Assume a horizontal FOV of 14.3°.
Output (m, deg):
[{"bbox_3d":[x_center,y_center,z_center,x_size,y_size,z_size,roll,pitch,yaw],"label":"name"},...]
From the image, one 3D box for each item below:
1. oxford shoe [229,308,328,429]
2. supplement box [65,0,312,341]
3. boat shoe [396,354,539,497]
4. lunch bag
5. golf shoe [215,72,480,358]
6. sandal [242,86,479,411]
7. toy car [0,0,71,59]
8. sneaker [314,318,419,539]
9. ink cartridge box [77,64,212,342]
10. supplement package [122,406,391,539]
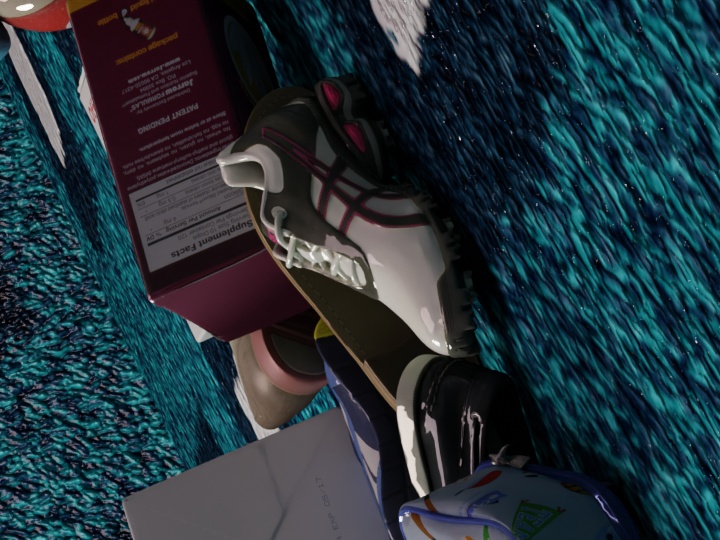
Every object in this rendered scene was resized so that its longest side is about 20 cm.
[{"bbox_3d":[-0.061,0.006,1.773,0.074,0.071,0.200,125,150,-43],"label":"oxford shoe"},{"bbox_3d":[-0.092,-0.072,1.681,0.110,0.085,0.201,35,-146,-64],"label":"supplement box"},{"bbox_3d":[0.079,0.136,1.503,0.066,0.074,0.200,-3,109,34],"label":"boat shoe"},{"bbox_3d":[0.097,0.184,1.406,0.160,0.075,0.201,1,115,66],"label":"lunch bag"},{"bbox_3d":[-0.002,-0.015,1.503,0.200,0.088,0.077,56,165,42],"label":"golf shoe"},{"bbox_3d":[-0.005,0.003,1.596,0.212,0.077,0.070,58,167,11],"label":"sandal"},{"bbox_3d":[-0.186,-0.213,1.934,0.200,0.184,0.177,31,-159,-50],"label":"toy car"},{"bbox_3d":[0.036,0.109,1.657,0.082,0.074,0.200,78,172,-60],"label":"sneaker"},{"bbox_3d":[-0.111,-0.068,1.958,0.200,0.083,0.147,64,166,7],"label":"ink cartridge box"},{"bbox_3d":[-0.031,0.217,1.766,0.200,0.150,0.152,64,-176,-55],"label":"supplement package"}]
